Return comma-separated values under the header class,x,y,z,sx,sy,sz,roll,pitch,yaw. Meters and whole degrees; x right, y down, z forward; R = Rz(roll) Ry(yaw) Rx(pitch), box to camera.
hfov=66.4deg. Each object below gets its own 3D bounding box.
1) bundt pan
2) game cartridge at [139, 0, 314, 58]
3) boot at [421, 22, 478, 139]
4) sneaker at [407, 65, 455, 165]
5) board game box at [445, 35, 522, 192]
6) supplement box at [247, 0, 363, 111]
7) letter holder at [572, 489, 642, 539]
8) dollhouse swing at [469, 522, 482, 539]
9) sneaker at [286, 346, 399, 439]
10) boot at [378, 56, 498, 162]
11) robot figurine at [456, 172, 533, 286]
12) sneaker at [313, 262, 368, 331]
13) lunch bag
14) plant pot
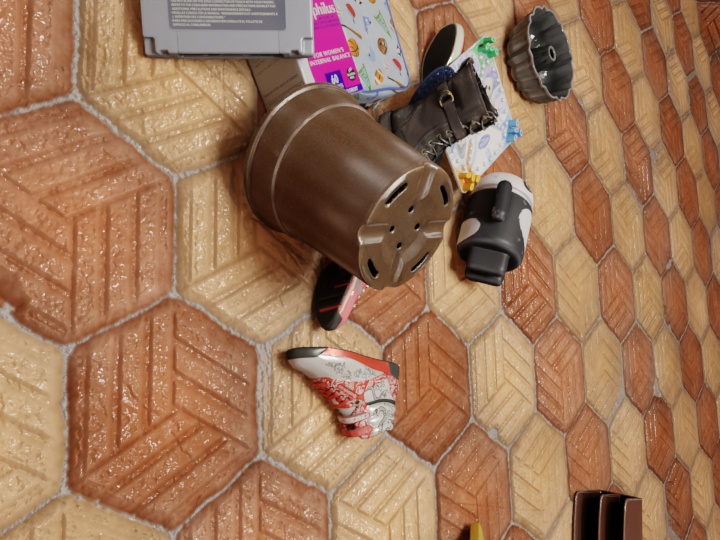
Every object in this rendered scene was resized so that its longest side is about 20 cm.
class,x,y,z,sx,sy,sz,roll,pitch,yaw
bundt pan,0.388,-0.464,1.209,0.198,0.075,0.209,6,81,-43
game cartridge,-0.151,-0.316,0.632,0.194,0.042,0.138,-2,95,-6
boot,0.178,-0.328,1.003,0.142,0.071,0.206,17,81,-40
sneaker,0.109,-0.220,0.887,0.077,0.070,0.204,8,113,-53
board game box,0.209,-0.278,0.976,0.200,0.026,0.203,-45,123,-28
supplement box,-0.091,-0.311,0.726,0.100,0.102,0.205,-30,104,-39
letter holder,0.538,0.597,1.202,0.140,0.099,0.206,16,74,-38
dollhouse swing,0.143,0.540,0.883,0.177,0.176,0.206,-14,96,-1
sneaker,-0.020,0.171,0.754,0.199,0.066,0.111,21,69,-42
boot,0.116,-0.187,0.790,0.069,0.171,0.206,14,61,-59
robot figurine,0.245,-0.077,0.993,0.123,0.149,0.205,28,66,-22
sneaker,0.000,0.000,0.791,0.086,0.073,0.205,36,62,-35
lunch bag,-0.003,-0.349,0.832,0.158,0.074,0.206,-23,100,-44
plant pot,-0.008,-0.092,0.659,0.197,0.197,0.204,-27,137,-29
